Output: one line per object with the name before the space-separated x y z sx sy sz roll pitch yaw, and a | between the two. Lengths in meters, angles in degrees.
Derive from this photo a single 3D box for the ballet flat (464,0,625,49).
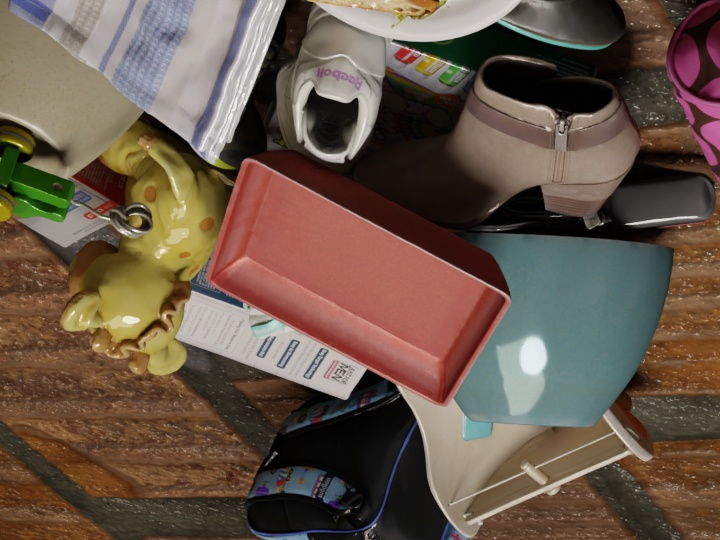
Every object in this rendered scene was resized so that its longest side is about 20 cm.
ballet flat | 0.080 -0.198 1.506 0.199 0.068 0.069 18 139 -3

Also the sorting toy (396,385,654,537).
sorting toy | 0.121 0.105 1.999 0.199 0.107 0.180 -27 118 33

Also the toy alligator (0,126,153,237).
toy alligator | -0.240 -0.058 1.622 0.199 0.060 0.054 24 151 -13

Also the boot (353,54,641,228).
boot | 0.089 -0.092 1.599 0.199 0.071 0.146 3 151 7

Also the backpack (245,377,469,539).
backpack | 0.001 0.189 2.119 0.199 0.183 0.134 -12 135 46

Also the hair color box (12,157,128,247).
hair color box | -0.278 -0.102 1.867 0.199 0.064 0.111 32 149 -25

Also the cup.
cup | -0.233 -0.145 1.681 0.199 0.144 0.201 13 151 7

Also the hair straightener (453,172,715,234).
hair straightener | 0.154 -0.048 1.690 0.199 0.041 0.077 -1 177 4

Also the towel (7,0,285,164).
towel | -0.139 -0.180 1.532 0.200 0.024 0.147 38 121 22

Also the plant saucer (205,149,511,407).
plant saucer | 0.000 0.000 1.639 0.199 0.037 0.200 28 153 2

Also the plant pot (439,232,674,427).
plant pot | 0.129 0.046 1.758 0.199 0.136 0.200 3 178 0

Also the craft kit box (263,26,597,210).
craft kit box | 0.043 -0.116 1.695 0.199 0.049 0.198 19 155 -5

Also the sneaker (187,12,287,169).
sneaker | -0.089 -0.146 1.660 0.080 0.074 0.201 1 140 15

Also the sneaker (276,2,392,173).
sneaker | -0.026 -0.106 1.601 0.074 0.100 0.200 14 153 0

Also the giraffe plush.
giraffe plush | -0.152 -0.010 1.783 0.172 0.163 0.200 30 -177 -19

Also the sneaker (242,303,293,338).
sneaker | -0.048 0.022 1.843 0.075 0.089 0.200 46 176 -27

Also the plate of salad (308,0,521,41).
plate of salad | 0.020 -0.224 1.446 0.199 0.048 0.201 12 127 16

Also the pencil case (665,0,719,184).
pencil case | 0.272 -0.092 1.572 0.094 0.091 0.200 40 174 41

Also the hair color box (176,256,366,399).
hair color box | -0.084 0.034 2.011 0.199 0.061 0.100 20 152 -7
